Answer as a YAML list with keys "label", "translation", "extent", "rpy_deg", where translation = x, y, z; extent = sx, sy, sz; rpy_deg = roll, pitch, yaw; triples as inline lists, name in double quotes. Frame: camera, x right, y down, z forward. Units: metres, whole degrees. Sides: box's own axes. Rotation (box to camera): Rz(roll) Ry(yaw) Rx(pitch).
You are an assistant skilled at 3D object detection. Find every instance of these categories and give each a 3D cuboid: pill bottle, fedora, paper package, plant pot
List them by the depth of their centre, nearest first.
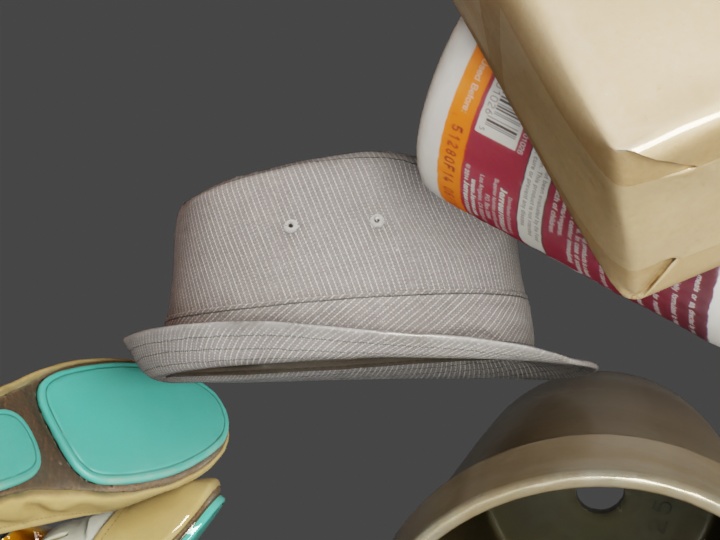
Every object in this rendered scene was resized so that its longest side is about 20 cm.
- label: "paper package"
  translation: [0.128, -0.122, 0.918]
  extent: [0.190, 0.201, 0.104]
  rpy_deg: [-23, 151, -6]
- label: "pill bottle"
  translation: [0.129, -0.036, 0.992]
  extent: [0.199, 0.109, 0.110]
  rpy_deg: [29, 116, 19]
- label: "fedora"
  translation: [0.000, 0.000, 1.118]
  extent: [0.198, 0.177, 0.091]
  rpy_deg: [-2, 85, 6]
- label: "plant pot"
  translation: [0.102, 0.134, 1.141]
  extent: [0.198, 0.174, 0.201]
  rpy_deg: [2, 114, 4]

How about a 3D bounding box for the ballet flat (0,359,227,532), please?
- label: "ballet flat"
  translation: [-0.148, 0.082, 1.153]
  extent: [0.063, 0.199, 0.069]
  rpy_deg: [-41, 65, 41]

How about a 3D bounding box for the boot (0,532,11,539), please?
- label: "boot"
  translation: [-0.259, 0.140, 1.187]
  extent: [0.202, 0.154, 0.074]
  rpy_deg: [-7, 114, 8]

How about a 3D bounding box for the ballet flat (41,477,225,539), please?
- label: "ballet flat"
  translation: [-0.140, 0.158, 1.236]
  extent: [0.063, 0.069, 0.200]
  rpy_deg: [39, 111, 4]
